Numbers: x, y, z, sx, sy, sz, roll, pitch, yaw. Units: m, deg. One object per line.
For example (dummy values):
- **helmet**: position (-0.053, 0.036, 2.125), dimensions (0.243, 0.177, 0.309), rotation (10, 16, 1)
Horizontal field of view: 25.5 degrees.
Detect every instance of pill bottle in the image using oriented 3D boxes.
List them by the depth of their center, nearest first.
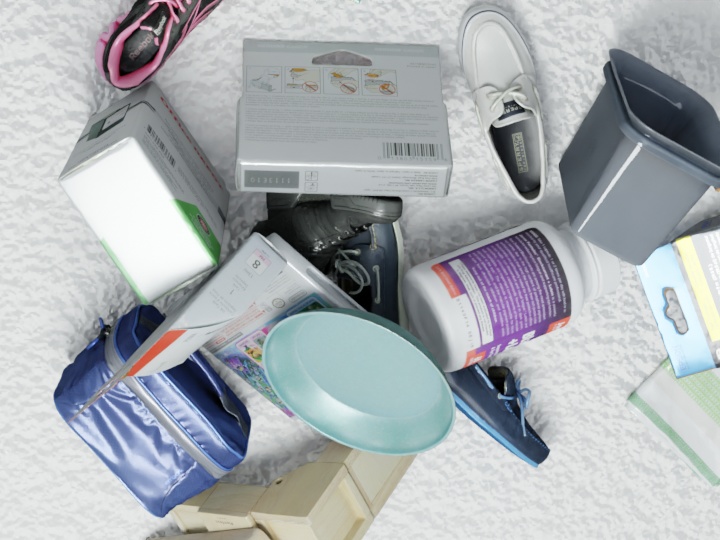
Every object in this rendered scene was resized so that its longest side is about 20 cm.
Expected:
- **pill bottle**: position (0.152, 0.017, 1.581), dimensions (0.200, 0.111, 0.112), rotation (-21, 110, -16)

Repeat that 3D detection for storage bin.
- **storage bin**: position (0.271, -0.100, 1.529), dimensions (0.145, 0.200, 0.134), rotation (27, 117, -12)

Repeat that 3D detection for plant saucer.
- **plant saucer**: position (0.003, 0.100, 1.535), dimensions (0.200, 0.036, 0.200), rotation (16, 139, 14)

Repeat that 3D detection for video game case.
- **video game case**: position (-0.075, 0.061, 1.585), dimensions (0.182, 0.024, 0.200), rotation (41, 139, -16)

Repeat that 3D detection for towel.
- **towel**: position (0.400, 0.123, 1.693), dimensions (0.149, 0.031, 0.200), rotation (42, 101, -17)

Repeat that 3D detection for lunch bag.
- **lunch bag**: position (-0.205, 0.129, 1.599), dimensions (0.132, 0.136, 0.200), rotation (-37, 106, 9)

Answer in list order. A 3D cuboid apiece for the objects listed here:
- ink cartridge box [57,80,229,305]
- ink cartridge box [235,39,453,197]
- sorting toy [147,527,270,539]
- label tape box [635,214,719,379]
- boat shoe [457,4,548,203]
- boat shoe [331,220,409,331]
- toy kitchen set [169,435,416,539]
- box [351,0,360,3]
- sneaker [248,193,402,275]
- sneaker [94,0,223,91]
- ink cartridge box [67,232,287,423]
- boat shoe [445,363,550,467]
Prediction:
- **ink cartridge box**: position (-0.197, -0.077, 1.495), dimensions (0.084, 0.200, 0.146), rotation (-30, 108, 10)
- **ink cartridge box**: position (-0.018, -0.146, 1.514), dimensions (0.200, 0.174, 0.044), rotation (1, 136, -4)
- **sorting toy**: position (-0.126, 0.368, 1.660), dimensions (0.199, 0.070, 0.200), rotation (-15, 119, 46)
- **label tape box**: position (0.396, 0.011, 1.616), dimensions (0.200, 0.063, 0.144), rotation (-18, 100, 21)
- **boat shoe**: position (0.144, -0.160, 1.558), dimensions (0.072, 0.066, 0.200), rotation (-12, 110, 1)
- **boat shoe**: position (0.000, 0.000, 1.598), dimensions (0.062, 0.075, 0.200), rotation (-25, 121, -33)
- **toy kitchen set**: position (-0.057, 0.254, 1.690), dimensions (0.200, 0.180, 0.163), rotation (-1, 127, 39)
- **box**: position (0.020, -0.351, 1.456), dimensions (0.048, 0.117, 0.200), rotation (20, 107, -4)
- **sneaker**: position (-0.040, -0.029, 1.549), dimensions (0.060, 0.200, 0.104), rotation (-4, 100, -48)
- **sneaker**: position (-0.178, -0.247, 1.492), dimensions (0.079, 0.095, 0.200), rotation (34, 102, -12)
- **ink cartridge box**: position (-0.166, 0.067, 1.447), dimensions (0.057, 0.163, 0.200), rotation (41, 60, -8)
- **boat shoe**: position (0.137, 0.127, 1.646), dimensions (0.069, 0.084, 0.200), rotation (-49, 117, -5)
